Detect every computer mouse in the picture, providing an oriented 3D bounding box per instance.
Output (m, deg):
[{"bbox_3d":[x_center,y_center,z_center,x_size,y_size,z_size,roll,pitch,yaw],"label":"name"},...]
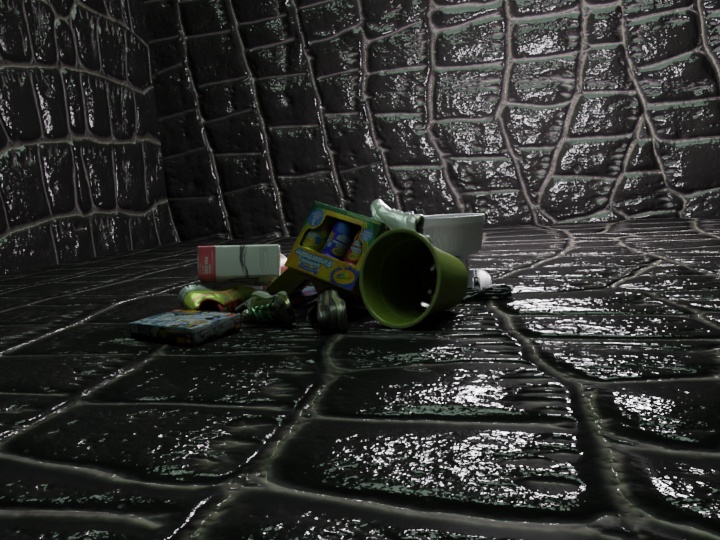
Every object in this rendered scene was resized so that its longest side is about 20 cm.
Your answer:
[{"bbox_3d":[0.292,0.029,1.515,0.137,0.053,0.200,-5,8,4],"label":"computer mouse"}]

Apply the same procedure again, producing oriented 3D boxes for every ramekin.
[{"bbox_3d":[0.241,-0.098,1.678,0.199,0.106,0.200,-3,7,0],"label":"ramekin"}]

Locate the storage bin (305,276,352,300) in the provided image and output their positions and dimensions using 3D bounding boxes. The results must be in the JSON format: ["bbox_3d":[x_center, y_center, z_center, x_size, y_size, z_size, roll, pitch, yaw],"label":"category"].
[{"bbox_3d":[0.000,0.000,1.503,0.199,0.094,0.198,-26,2,18],"label":"storage bin"}]

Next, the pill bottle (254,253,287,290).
[{"bbox_3d":[-0.292,0.016,1.720,0.112,0.113,0.200,0,10,31],"label":"pill bottle"}]

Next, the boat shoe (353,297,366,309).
[{"bbox_3d":[0.067,0.052,1.445,0.199,0.068,0.072,-11,12,-31],"label":"boat shoe"}]

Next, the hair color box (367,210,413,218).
[{"bbox_3d":[0.048,-0.085,1.597,0.199,0.101,0.061,-7,25,10],"label":"hair color box"}]

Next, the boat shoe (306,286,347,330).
[{"bbox_3d":[-0.080,0.079,1.305,0.073,0.075,0.200,-6,7,-13],"label":"boat shoe"}]

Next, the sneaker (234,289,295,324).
[{"bbox_3d":[-0.213,0.094,1.350,0.088,0.077,0.199,-26,14,-33],"label":"sneaker"}]

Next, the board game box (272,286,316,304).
[{"bbox_3d":[-0.125,0.061,1.649,0.199,0.020,0.103,-11,9,-40],"label":"board game box"}]

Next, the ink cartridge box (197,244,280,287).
[{"bbox_3d":[-0.301,-0.010,1.546,0.198,0.085,0.146,-3,-11,-8],"label":"ink cartridge box"}]

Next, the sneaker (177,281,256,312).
[{"bbox_3d":[-0.331,0.083,1.475,0.199,0.079,0.090,-4,32,-33],"label":"sneaker"}]

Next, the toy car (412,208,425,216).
[{"bbox_3d":[0.180,-0.091,1.887,0.157,0.202,0.164,-6,8,-14],"label":"toy car"}]

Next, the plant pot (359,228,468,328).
[{"bbox_3d":[0.132,0.019,1.297,0.199,0.202,0.189,2,-1,38],"label":"plant pot"}]

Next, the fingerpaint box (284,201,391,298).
[{"bbox_3d":[-0.049,-0.048,1.373,0.199,0.168,0.073,21,-9,33],"label":"fingerpaint box"}]

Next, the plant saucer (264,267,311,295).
[{"bbox_3d":[-0.133,-0.005,1.564,0.200,0.048,0.200,-42,-4,8],"label":"plant saucer"}]

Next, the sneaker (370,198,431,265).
[{"bbox_3d":[0.100,-0.106,1.429,0.099,0.200,0.078,-40,-30,9],"label":"sneaker"}]

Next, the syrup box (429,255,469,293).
[{"bbox_3d":[0.203,0.005,1.631,0.078,0.082,0.199,4,13,43],"label":"syrup box"}]

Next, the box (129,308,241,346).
[{"bbox_3d":[-0.375,0.119,1.311,0.199,0.040,0.137,1,11,34],"label":"box"}]
